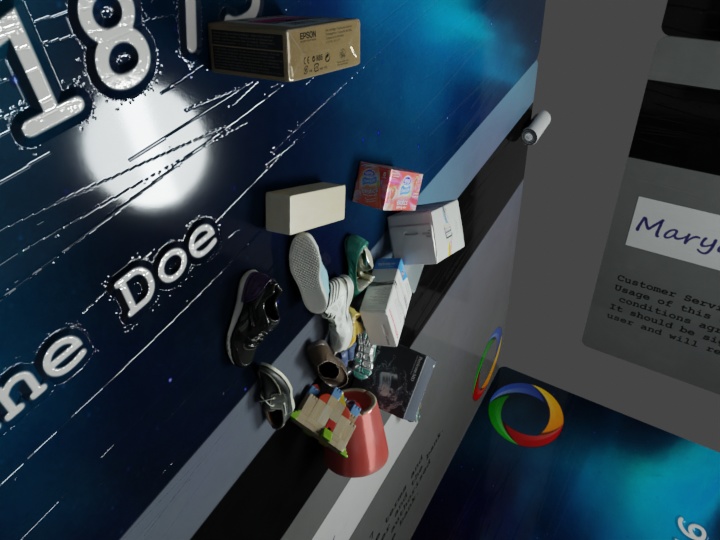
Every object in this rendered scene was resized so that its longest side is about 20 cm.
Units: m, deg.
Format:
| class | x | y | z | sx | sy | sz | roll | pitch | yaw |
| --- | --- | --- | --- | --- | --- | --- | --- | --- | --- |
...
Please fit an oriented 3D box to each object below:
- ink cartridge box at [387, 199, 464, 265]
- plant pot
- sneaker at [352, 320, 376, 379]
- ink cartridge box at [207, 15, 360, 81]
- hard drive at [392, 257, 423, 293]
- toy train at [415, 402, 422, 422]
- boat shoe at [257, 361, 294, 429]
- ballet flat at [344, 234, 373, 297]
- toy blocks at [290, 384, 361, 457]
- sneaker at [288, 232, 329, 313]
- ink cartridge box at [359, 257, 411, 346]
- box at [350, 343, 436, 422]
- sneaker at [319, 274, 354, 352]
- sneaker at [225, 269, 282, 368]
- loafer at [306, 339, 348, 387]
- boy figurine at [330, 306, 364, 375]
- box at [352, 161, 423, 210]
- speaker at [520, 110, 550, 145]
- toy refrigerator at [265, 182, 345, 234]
| class | x | y | z | sx | sy | sz | roll | pitch | yaw |
| --- | --- | --- | --- | --- | --- | --- | --- | --- | --- |
| ink cartridge box | 0.192 | -0.110 | 1.649 | 0.199 | 0.145 | 0.148 | -26 | 109 | -54 |
| plant pot | -0.019 | 0.449 | 1.616 | 0.200 | 0.197 | 0.181 | -32 | 124 | -51 |
| sneaker | 0.017 | 0.216 | 1.665 | 0.091 | 0.076 | 0.204 | 100 | 9 | -80 |
| ink cartridge box | -0.117 | -0.360 | 0.908 | 0.199 | 0.162 | 0.077 | -38 | 137 | -48 |
| hard drive | 0.148 | -0.011 | 1.796 | 0.199 | 0.032 | 0.142 | 21 | 88 | -64 |
| toy train | 0.192 | 0.487 | 2.159 | 0.115 | 0.083 | 0.203 | -63 | 153 | -43 |
| boat shoe | -0.194 | 0.283 | 1.276 | 0.068 | 0.071 | 0.203 | -54 | 151 | -38 |
| ballet flat | 0.000 | 0.000 | 1.473 | 0.067 | 0.069 | 0.203 | -47 | 145 | -40 |
| toy blocks | -0.081 | 0.366 | 1.467 | 0.138 | 0.199 | 0.100 | -58 | -168 | -26 |
| sneaker | -0.113 | -0.006 | 1.274 | 0.083 | 0.072 | 0.204 | -85 | 171 | -57 |
| ink cartridge box | 0.073 | 0.087 | 1.583 | 0.202 | 0.082 | 0.148 | -68 | 150 | -42 |
| box | 0.099 | 0.325 | 1.731 | 0.200 | 0.197 | 0.117 | -67 | 153 | -8 |
| sneaker | -0.077 | 0.117 | 1.417 | 0.114 | 0.075 | 0.205 | -15 | 112 | -49 |
| sneaker | -0.206 | 0.108 | 1.121 | 0.075 | 0.086 | 0.204 | -16 | 121 | -59 |
| loafer | -0.082 | 0.257 | 1.458 | 0.072 | 0.072 | 0.201 | -28 | 139 | 3 |
| boy figurine | -0.031 | 0.178 | 1.535 | 0.123 | 0.064 | 0.204 | -25 | 131 | -43 |
| box | 0.073 | -0.213 | 1.450 | 0.199 | 0.093 | 0.105 | -9 | 114 | -61 |
| speaker | 0.805 | -0.656 | 2.604 | 0.200 | 0.080 | 0.082 | -49 | 146 | -37 |
| toy refrigerator | -0.112 | -0.133 | 1.176 | 0.199 | 0.069 | 0.078 | -26 | 122 | -56 |
